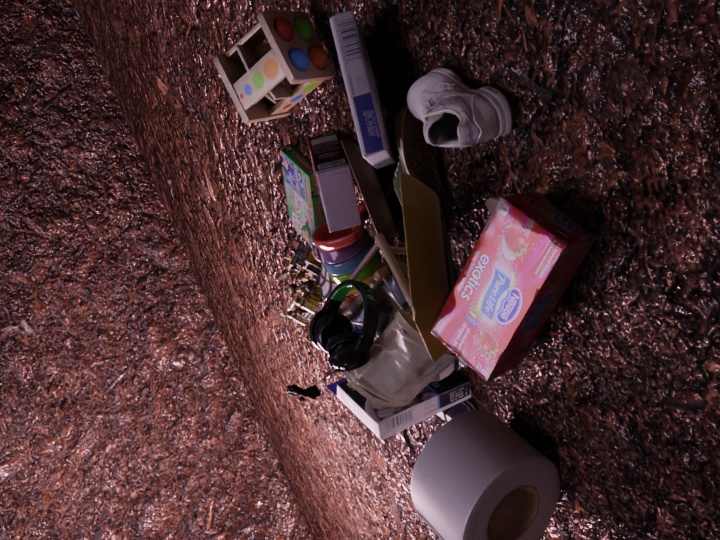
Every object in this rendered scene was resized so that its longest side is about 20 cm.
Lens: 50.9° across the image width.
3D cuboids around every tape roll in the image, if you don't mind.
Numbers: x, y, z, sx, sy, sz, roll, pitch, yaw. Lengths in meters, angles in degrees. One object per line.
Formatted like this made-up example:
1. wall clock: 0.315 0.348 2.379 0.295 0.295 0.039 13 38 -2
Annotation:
1. tape roll: 0.195 0.343 1.185 0.139 0.200 0.207 33 142 50

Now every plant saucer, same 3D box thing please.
1. plant saucer: 0.098 -0.003 1.019 0.201 0.047 0.205 61 -157 -64
2. plant saucer: 0.019 -0.127 1.260 0.200 0.036 0.205 -22 -89 -89

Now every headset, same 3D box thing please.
1. headset: -0.044 0.109 1.166 0.124 0.092 0.203 44 116 51

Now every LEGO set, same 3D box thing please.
1. LEGO set: -0.137 0.029 1.680 0.114 0.156 0.200 27 168 -5

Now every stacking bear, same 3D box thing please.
1. stacking bear: 0.000 0.000 1.412 0.203 0.112 0.122 63 -156 -25

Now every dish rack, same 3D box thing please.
1. dish rack: 0.173 0.318 1.410 0.153 0.054 0.204 25 136 61

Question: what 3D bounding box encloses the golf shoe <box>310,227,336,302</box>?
1. golf shoe: -0.045 0.006 1.568 0.087 0.076 0.204 12 125 53

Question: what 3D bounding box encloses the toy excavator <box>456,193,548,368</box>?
1. toy excavator: 0.183 0.017 1.042 0.194 0.098 0.204 -34 72 67

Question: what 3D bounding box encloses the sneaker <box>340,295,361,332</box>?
1. sneaker: -0.014 0.098 1.475 0.089 0.199 0.075 50 122 6

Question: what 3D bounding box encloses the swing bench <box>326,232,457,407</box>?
1. swing bench: 0.054 0.085 1.206 0.200 0.127 0.204 -52 42 45

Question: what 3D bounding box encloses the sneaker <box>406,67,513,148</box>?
1. sneaker: 0.104 -0.207 0.973 0.199 0.098 0.076 33 145 55

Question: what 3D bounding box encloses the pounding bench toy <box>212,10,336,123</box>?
1. pounding bench toy: -0.121 -0.362 1.321 0.155 0.199 0.126 -29 89 36

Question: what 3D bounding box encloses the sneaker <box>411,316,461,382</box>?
1. sneaker: 0.098 0.101 1.326 0.201 0.079 0.077 55 158 29

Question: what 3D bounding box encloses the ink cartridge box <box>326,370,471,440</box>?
1. ink cartridge box: 0.063 0.202 1.352 0.199 0.195 0.044 31 135 53

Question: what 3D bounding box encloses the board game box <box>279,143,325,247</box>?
1. board game box: -0.122 -0.154 1.638 0.135 0.029 0.203 44 149 41

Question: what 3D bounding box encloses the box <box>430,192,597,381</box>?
1. box: 0.181 0.018 0.910 0.099 0.095 0.203 40 121 27

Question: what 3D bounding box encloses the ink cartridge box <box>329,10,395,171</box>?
1. ink cartridge box: 0.009 -0.258 1.132 0.200 0.042 0.201 -14 -90 -82

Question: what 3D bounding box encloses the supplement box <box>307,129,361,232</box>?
1. supplement box: -0.049 -0.162 1.331 0.201 0.059 0.111 -107 4 -62

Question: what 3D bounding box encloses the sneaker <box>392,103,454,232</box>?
1. sneaker: 0.075 -0.149 1.136 0.089 0.066 0.204 17 131 55
